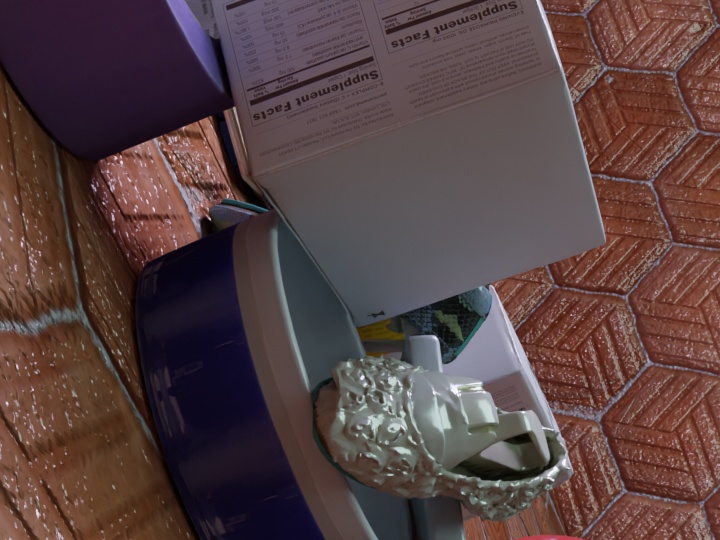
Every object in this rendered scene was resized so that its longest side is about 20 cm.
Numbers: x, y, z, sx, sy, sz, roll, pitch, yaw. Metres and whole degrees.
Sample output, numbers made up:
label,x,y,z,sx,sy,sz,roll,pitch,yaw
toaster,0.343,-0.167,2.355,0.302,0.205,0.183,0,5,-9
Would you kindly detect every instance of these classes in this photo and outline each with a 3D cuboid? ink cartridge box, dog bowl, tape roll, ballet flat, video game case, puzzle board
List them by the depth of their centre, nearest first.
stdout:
label,x,y,z,sx,sy,sz,roll,pitch,yaw
tape roll,-0.132,-0.163,0.797,0.200,0.084,0.201,-20,90,-83
ballet flat,0.049,0.079,0.798,0.200,0.071,0.072,27,42,-57
dog bowl,-0.042,0.074,0.842,0.200,0.078,0.201,-20,90,-82
video game case,0.036,0.168,0.929,0.182,0.023,0.201,102,-16,-59
ballet flat,-0.018,0.009,0.971,0.074,0.199,0.075,-35,132,-50
puzzle board,-0.094,-0.137,1.225,0.151,0.017,0.201,51,22,-70
ink cartridge box,0.073,0.116,1.267,0.200,0.146,0.083,60,11,-54

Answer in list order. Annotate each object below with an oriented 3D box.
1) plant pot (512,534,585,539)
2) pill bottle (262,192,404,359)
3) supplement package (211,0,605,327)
label,x,y,z,sx,sy,sz,roll,pitch,yaw
plant pot,0.137,0.298,1.091,0.183,0.199,0.201,-103,170,-59
pill bottle,0.000,0.000,1.105,0.112,0.110,0.201,-99,179,-52
supplement package,0.032,-0.075,0.844,0.200,0.155,0.112,58,15,-63
